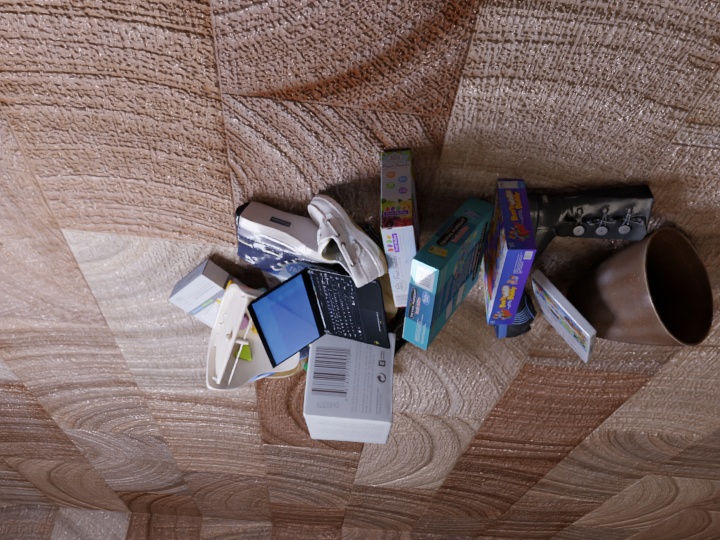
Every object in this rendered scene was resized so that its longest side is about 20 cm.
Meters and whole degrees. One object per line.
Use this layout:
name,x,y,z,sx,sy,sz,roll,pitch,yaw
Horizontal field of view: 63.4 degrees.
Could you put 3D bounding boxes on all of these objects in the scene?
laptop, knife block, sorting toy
laptop,-0.062,0.093,0.965,0.194,0.105,0.180,11,141,19
knife block,0.000,0.000,1.056,0.169,0.066,0.202,8,143,-5
sorting toy,-0.177,0.117,1.079,0.175,0.107,0.205,14,112,-27

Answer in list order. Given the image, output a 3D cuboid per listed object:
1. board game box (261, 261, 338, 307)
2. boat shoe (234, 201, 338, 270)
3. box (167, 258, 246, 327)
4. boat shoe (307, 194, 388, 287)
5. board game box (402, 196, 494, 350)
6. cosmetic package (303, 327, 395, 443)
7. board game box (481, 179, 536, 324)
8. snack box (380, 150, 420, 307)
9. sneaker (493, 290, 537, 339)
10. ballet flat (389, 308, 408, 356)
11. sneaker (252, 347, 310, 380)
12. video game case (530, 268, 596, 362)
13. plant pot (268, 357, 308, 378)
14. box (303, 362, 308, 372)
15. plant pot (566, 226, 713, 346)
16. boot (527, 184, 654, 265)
board game box,-0.068,0.055,1.081,0.193,0.044,0.202,17,156,14
boat shoe,-0.119,-0.038,0.975,0.195,0.075,0.095,23,131,7
box,-0.262,0.073,1.156,0.198,0.042,0.154,37,139,-26
boat shoe,-0.038,-0.048,0.892,0.068,0.200,0.072,-33,137,-13
board game box,0.137,0.000,0.909,0.046,0.200,0.155,23,132,23
cosmetic package,-0.018,0.227,1.124,0.159,0.170,0.201,4,155,2
board game box,0.235,-0.025,0.945,0.043,0.138,0.203,0,143,3
snack box,0.065,-0.059,0.903,0.051,0.146,0.202,-5,144,7
sneaker,0.301,0.062,1.120,0.075,0.072,0.202,-10,145,0
ballet flat,0.096,0.134,1.232,0.064,0.058,0.201,13,142,-15
sneaker,-0.184,0.183,1.279,0.194,0.076,0.083,-20,162,-12
video game case,0.365,0.085,1.048,0.018,0.144,0.200,-38,152,3
plant pot,-0.217,0.208,1.380,0.192,0.028,0.203,1,144,1
box,-0.031,0.245,1.388,0.193,0.050,0.118,-12,141,15
plant pot,0.462,0.047,1.010,0.183,0.193,0.198,22,157,-25
boot,0.358,-0.064,0.951,0.192,0.067,0.167,-5,145,3
